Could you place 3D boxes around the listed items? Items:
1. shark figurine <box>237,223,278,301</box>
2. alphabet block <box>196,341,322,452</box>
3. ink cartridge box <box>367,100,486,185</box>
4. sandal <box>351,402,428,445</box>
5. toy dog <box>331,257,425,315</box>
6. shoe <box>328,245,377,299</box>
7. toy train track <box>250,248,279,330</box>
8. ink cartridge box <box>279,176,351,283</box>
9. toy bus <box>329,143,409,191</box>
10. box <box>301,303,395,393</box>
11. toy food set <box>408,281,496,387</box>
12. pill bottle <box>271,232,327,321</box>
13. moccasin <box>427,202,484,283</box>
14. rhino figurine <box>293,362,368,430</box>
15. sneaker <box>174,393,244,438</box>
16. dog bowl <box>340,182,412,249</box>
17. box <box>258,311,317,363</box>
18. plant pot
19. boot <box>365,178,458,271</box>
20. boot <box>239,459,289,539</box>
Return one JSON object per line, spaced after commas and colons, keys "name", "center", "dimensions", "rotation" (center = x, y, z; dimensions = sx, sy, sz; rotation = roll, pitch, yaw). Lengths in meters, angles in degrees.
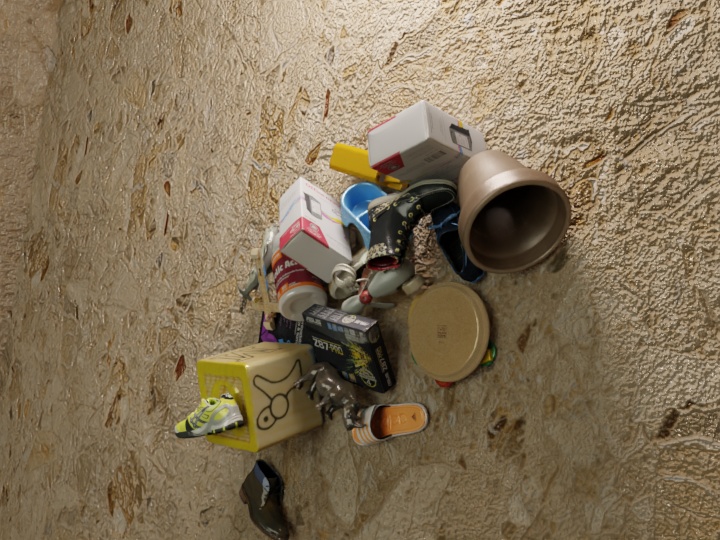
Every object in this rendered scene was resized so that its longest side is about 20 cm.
{"name": "shark figurine", "center": [-0.233, 0.003, 1.764], "dimensions": [0.216, 0.089, 0.128], "rotation": [-64, 19, 13]}
{"name": "alphabet block", "center": [-0.226, 0.277, 1.600], "dimensions": [0.195, 0.199, 0.198], "rotation": [-5, 94, 43]}
{"name": "ink cartridge box", "center": [0.131, -0.233, 1.375], "dimensions": [0.147, 0.199, 0.087], "rotation": [-22, 67, 38]}
{"name": "sandal", "center": [0.045, 0.309, 1.460], "dimensions": [0.205, 0.059, 0.080], "rotation": [-24, 66, 38]}
{"name": "toy dog", "center": [0.048, 0.023, 1.488], "dimensions": [0.198, 0.096, 0.133], "rotation": [-13, 102, 26]}
{"name": "shoe", "center": [0.000, 0.000, 1.551], "dimensions": [0.200, 0.070, 0.054], "rotation": [-46, 35, 25]}
{"name": "toy train track", "center": [-0.239, 0.049, 1.697], "dimensions": [0.114, 0.032, 0.203], "rotation": [1, 106, 39]}
{"name": "ink cartridge box", "center": [-0.102, -0.092, 1.573], "dimensions": [0.086, 0.147, 0.201], "rotation": [-41, 34, 28]}
{"name": "toy bus", "center": [0.025, -0.229, 1.570], "dimensions": [0.199, 0.078, 0.066], "rotation": [24, 99, 44]}
{"name": "box", "center": [-0.026, 0.164, 1.509], "dimensions": [0.199, 0.049, 0.163], "rotation": [12, 126, 44]}
{"name": "toy food set", "center": [0.171, 0.122, 1.384], "dimensions": [0.199, 0.048, 0.200], "rotation": [-22, 68, 39]}
{"name": "pill bottle", "center": [-0.147, 0.006, 1.650], "dimensions": [0.114, 0.113, 0.201], "rotation": [-43, 44, 29]}
{"name": "moccasin", "center": [0.185, -0.071, 1.393], "dimensions": [0.081, 0.068, 0.201], "rotation": [-46, 51, 27]}
{"name": "rhino figurine", "center": [-0.053, 0.266, 1.496], "dimensions": [0.088, 0.060, 0.200], "rotation": [-49, 50, -5]}
{"name": "sneaker", "center": [-0.326, 0.315, 1.524], "dimensions": [0.198, 0.075, 0.077], "rotation": [-20, 77, 33]}
{"name": "dog bowl", "center": [0.029, -0.119, 1.524], "dimensions": [0.111, 0.050, 0.200], "rotation": [-33, 50, -12]}
{"name": "box", "center": [-0.171, 0.162, 1.711], "dimensions": [0.198, 0.036, 0.145], "rotation": [4, 85, 42]}
{"name": "plant pot", "center": [0.255, -0.124, 1.278], "dimensions": [0.201, 0.199, 0.176], "rotation": [-49, 34, 25]}
{"name": "boot", "center": [0.097, -0.086, 1.384], "dimensions": [0.202, 0.073, 0.155], "rotation": [-15, 51, 30]}
{"name": "boot", "center": [-0.216, 0.534, 1.655], "dimensions": [0.200, 0.074, 0.098], "rotation": [36, 110, 43]}
